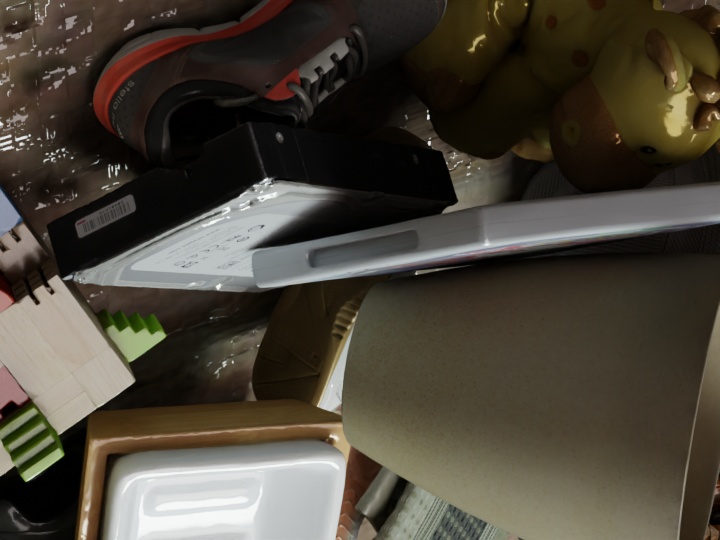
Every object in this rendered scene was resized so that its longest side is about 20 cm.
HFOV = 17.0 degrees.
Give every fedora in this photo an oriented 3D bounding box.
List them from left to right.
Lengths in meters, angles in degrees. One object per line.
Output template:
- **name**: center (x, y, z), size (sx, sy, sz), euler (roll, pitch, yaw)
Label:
- **fedora**: center (0.146, -0.016, 1.455), size (0.090, 0.178, 0.200), euler (16, 138, -13)

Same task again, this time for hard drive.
- **hard drive**: center (-0.053, -0.029, 1.280), size (0.139, 0.038, 0.200), euler (-24, 167, 27)

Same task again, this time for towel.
- **towel**: center (0.065, 0.135, 1.569), size (0.201, 0.034, 0.193), euler (-61, 154, -15)

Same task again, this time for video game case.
- **video game case**: center (0.074, -0.018, 1.266), size (0.199, 0.023, 0.182), euler (-7, 178, -41)

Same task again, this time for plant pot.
- **plant pot**: center (0.096, 0.068, 1.323), size (0.198, 0.188, 0.188), euler (10, 143, 14)

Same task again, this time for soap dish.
- **soap dish**: center (-0.096, 0.166, 1.396), size (0.156, 0.081, 0.201), euler (-3, 121, -23)

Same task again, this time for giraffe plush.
- **giraffe plush**: center (0.139, -0.108, 1.314), size (0.172, 0.163, 0.201), euler (5, 129, -41)

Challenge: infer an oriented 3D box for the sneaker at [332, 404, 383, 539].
- **sneaker**: center (-0.028, 0.136, 1.544), size (0.071, 0.080, 0.201), euler (17, 102, -27)

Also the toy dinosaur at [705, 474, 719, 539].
- **toy dinosaur**: center (0.232, 0.194, 1.739), size (0.200, 0.135, 0.103), euler (-56, 154, -57)

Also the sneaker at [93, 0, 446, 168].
- **sneaker**: center (-0.035, -0.098, 1.252), size (0.199, 0.082, 0.077), euler (-24, 136, -14)

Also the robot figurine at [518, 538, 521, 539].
- **robot figurine**: center (0.156, 0.109, 1.617), size (0.145, 0.058, 0.201), euler (-50, 150, -32)

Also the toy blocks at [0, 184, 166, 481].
- **toy blocks**: center (-0.219, 0.041, 1.251), size (0.199, 0.100, 0.137), euler (-35, 115, -1)

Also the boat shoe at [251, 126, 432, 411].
- **boat shoe**: center (0.000, 0.000, 1.413), size (0.069, 0.071, 0.201), euler (-14, 138, -53)

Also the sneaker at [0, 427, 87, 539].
- **sneaker**: center (-0.137, 0.129, 1.441), size (0.199, 0.076, 0.091), euler (-24, 137, -18)
